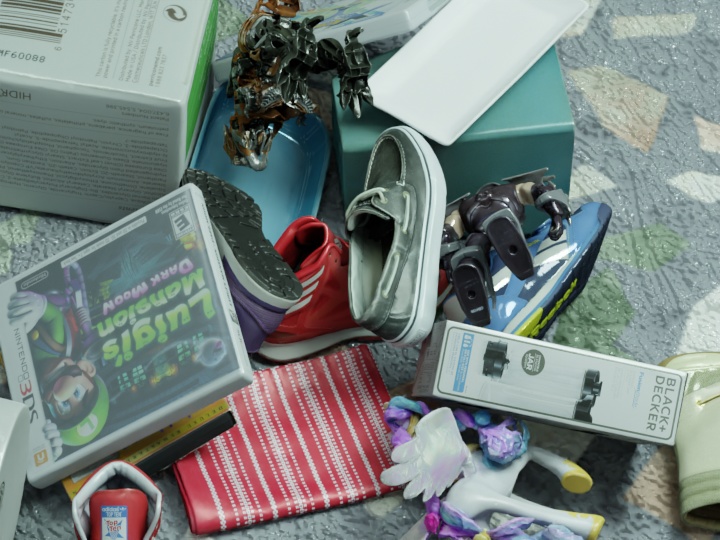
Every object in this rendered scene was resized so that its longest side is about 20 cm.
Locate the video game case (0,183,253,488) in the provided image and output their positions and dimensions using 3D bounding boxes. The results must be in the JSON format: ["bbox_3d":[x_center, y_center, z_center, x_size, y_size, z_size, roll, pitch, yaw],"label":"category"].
[{"bbox_3d":[-0.192,0.050,1.637,0.199,0.023,0.183,-27,59,14],"label":"video game case"}]

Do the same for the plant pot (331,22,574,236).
[{"bbox_3d":[0.076,-0.121,1.847,0.198,0.142,0.142,-5,50,-4],"label":"plant pot"}]

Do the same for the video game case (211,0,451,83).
[{"bbox_3d":[-0.013,-0.224,1.884,0.198,0.022,0.182,-13,15,26],"label":"video game case"}]

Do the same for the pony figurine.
[{"bbox_3d":[0.082,0.178,1.599,0.199,0.168,0.193,26,29,9],"label":"pony figurine"}]

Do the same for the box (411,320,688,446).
[{"bbox_3d":[0.149,0.091,1.665,0.198,0.117,0.061,12,85,-7],"label":"box"}]

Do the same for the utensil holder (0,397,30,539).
[{"bbox_3d":[-0.357,0.156,1.535,0.198,0.171,0.171,10,49,0],"label":"utensil holder"}]

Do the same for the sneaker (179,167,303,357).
[{"bbox_3d":[-0.120,-0.006,1.694,0.075,0.088,0.200,21,24,-32],"label":"sneaker"}]

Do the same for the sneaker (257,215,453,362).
[{"bbox_3d":[0.000,0.000,1.744,0.199,0.116,0.078,-25,57,-24],"label":"sneaker"}]

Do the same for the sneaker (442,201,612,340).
[{"bbox_3d":[0.148,-0.002,1.795,0.082,0.074,0.200,30,52,20],"label":"sneaker"}]

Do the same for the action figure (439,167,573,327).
[{"bbox_3d":[0.110,-0.028,1.723,0.070,0.130,0.200,54,16,-12],"label":"action figure"}]

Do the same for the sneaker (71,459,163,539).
[{"bbox_3d":[-0.176,0.235,1.526,0.071,0.113,0.201,-4,50,-9],"label":"sneaker"}]

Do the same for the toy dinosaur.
[{"bbox_3d":[-0.069,-0.183,1.766,0.102,0.202,0.135,-18,27,-34],"label":"toy dinosaur"}]

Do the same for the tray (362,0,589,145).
[{"bbox_3d":[0.098,-0.185,1.797,0.107,0.022,0.200,31,62,28],"label":"tray"}]

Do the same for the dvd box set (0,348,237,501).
[{"bbox_3d":[-0.205,0.081,1.682,0.146,0.029,0.201,-30,57,-7],"label":"dvd box set"}]

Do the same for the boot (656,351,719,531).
[{"bbox_3d":[0.345,0.138,1.701,0.198,0.072,0.156,-3,50,-3],"label":"boot"}]

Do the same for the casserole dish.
[{"bbox_3d":[-0.094,-0.083,1.837,0.120,0.039,0.201,24,47,-13],"label":"casserole dish"}]

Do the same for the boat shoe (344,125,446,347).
[{"bbox_3d":[0.024,-0.038,1.692,0.071,0.072,0.202,25,49,-38],"label":"boat shoe"}]

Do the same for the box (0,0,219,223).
[{"bbox_3d":[-0.233,-0.170,1.823,0.198,0.172,0.200,10,50,-1],"label":"box"}]

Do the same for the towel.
[{"bbox_3d":[-0.062,0.134,1.687,0.198,0.023,0.145,-11,53,-16],"label":"towel"}]
